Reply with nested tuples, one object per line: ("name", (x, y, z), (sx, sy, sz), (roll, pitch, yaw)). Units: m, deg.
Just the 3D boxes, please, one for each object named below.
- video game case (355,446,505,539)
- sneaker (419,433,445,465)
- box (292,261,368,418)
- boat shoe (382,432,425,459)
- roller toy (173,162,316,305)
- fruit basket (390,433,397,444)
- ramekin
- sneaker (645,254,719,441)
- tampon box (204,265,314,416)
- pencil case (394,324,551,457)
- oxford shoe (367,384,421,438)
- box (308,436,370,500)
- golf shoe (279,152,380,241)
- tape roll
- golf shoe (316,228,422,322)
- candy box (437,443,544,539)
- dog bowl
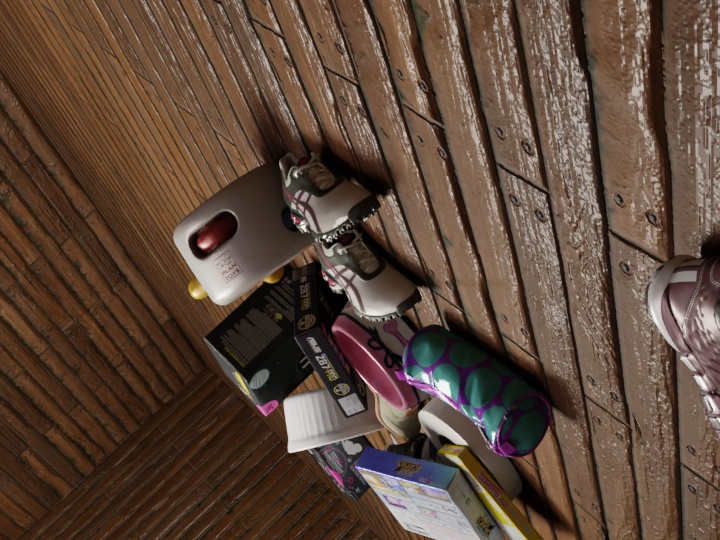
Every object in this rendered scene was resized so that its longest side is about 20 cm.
("video game case", (0.111, 0.368, 1.570), (0.198, 0.046, 0.182), (4, 139, 45))
("sneaker", (0.161, 0.347, 1.697), (0.085, 0.078, 0.203), (-2, 123, 26))
("box", (-0.049, 0.113, 1.582), (0.163, 0.048, 0.202), (-98, -17, -52))
("boat shoe", (0.096, 0.325, 1.715), (0.056, 0.068, 0.199), (7, 180, 24))
("roller toy", (-0.154, -0.043, 1.358), (0.141, 0.199, 0.182), (56, 161, -1))
("fruit basket", (0.122, 0.426, 1.871), (0.187, 0.093, 0.201), (57, -177, -27))
("ramekin", (-0.046, 0.260, 1.798), (0.200, 0.197, 0.100), (139, 118, -75))
("sneaker", (0.281, 0.073, 0.657), (0.201, 0.075, 0.115), (51, 162, -5))
("tampon box", (-0.151, 0.126, 1.757), (0.126, 0.200, 0.151), (39, 163, 29))
("pencil case", (0.136, 0.144, 1.202), (0.199, 0.092, 0.086), (33, 159, 47))
("oxford shoe", (0.066, 0.223, 1.634), (0.073, 0.071, 0.201), (28, 155, 43))
("box", (-0.046, 0.436, 2.382), (0.201, 0.114, 0.132), (51, 166, -6))
("golf shoe", (-0.047, -0.090, 1.162), (0.089, 0.077, 0.199), (62, 161, -19))
("tape roll", (0.171, 0.286, 1.552), (0.203, 0.037, 0.203), (44, 164, 16))
("golf shoe", (0.000, 0.000, 1.274), (0.199, 0.077, 0.089), (30, 150, 49))
("candy box", (0.201, 0.349, 1.499), (0.201, 0.026, 0.102), (50, 168, -4))
("dog bowl", (0.035, 0.123, 1.471), (0.200, 0.074, 0.201), (44, 164, 15))
